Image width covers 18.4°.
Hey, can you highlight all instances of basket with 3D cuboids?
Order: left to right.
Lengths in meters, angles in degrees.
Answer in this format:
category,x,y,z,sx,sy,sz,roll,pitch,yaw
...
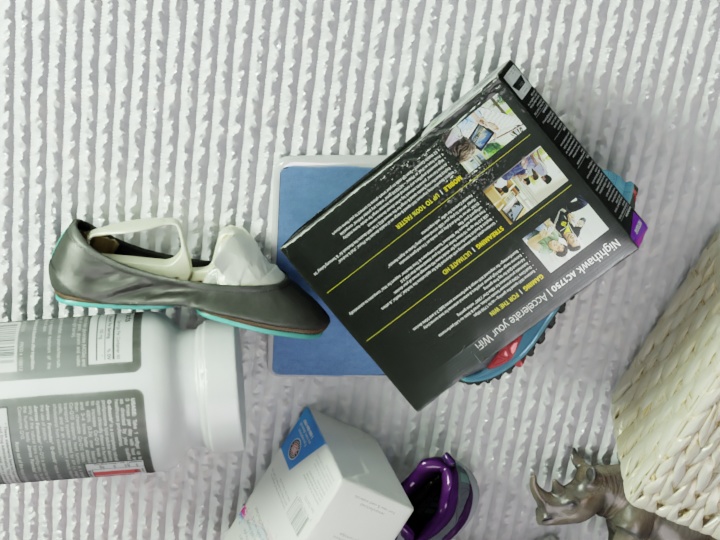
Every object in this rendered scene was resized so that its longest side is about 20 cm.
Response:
category,x,y,z,sx,sy,sz,roll,pitch,yaw
basket,0.276,0.086,1.600,0.123,0.136,0.200,16,127,-14

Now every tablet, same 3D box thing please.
category,x,y,z,sx,sy,sz,roll,pitch,yaw
tablet,0.000,0.000,1.584,0.130,0.014,0.200,0,129,-4

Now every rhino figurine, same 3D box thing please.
category,x,y,z,sx,sy,sz,roll,pitch,yaw
rhino figurine,0.213,0.194,1.731,0.200,0.060,0.088,25,105,-22

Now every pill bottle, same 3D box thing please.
category,x,y,z,sx,sy,sz,roll,pitch,yaw
pill bottle,-0.184,0.089,1.577,0.200,0.116,0.116,-4,130,-1

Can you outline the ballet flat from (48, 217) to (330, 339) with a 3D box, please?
category,x,y,z,sx,sy,sz,roll,pitch,yaw
ballet flat,-0.116,0.002,1.541,0.200,0.068,0.068,8,108,-7

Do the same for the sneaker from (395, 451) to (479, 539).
category,x,y,z,sx,sy,sz,roll,pitch,yaw
sneaker,0.010,0.219,1.671,0.200,0.074,0.088,-56,162,-7

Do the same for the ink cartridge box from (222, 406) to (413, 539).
category,x,y,z,sx,sy,sz,roll,pitch,yaw
ink cartridge box,-0.051,0.219,1.661,0.067,0.116,0.200,25,106,-24

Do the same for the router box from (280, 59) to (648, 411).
category,x,y,z,sx,sy,sz,roll,pitch,yaw
router box,0.068,-0.021,1.492,0.200,0.051,0.149,-37,95,22

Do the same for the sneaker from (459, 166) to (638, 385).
category,x,y,z,sx,sy,sz,roll,pitch,yaw
sneaker,0.106,-0.008,1.560,0.095,0.079,0.200,32,118,-7

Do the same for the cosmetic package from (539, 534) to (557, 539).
category,x,y,z,sx,sy,sz,roll,pitch,yaw
cosmetic package,0.185,0.317,1.806,0.071,0.105,0.200,-30,128,21
